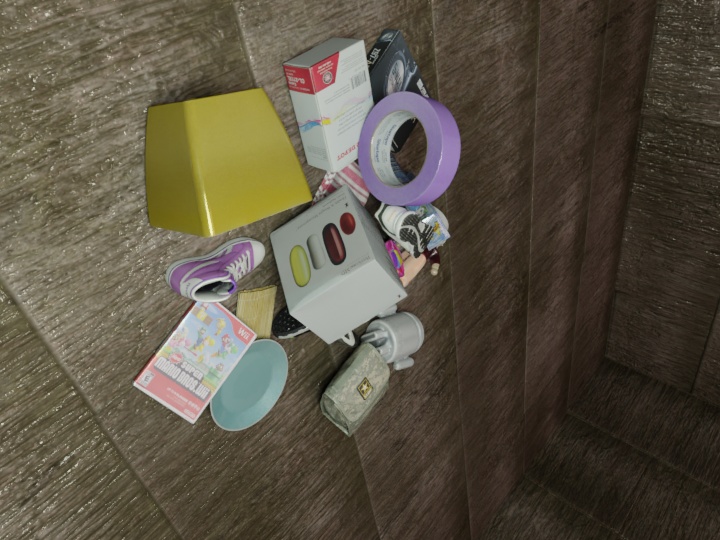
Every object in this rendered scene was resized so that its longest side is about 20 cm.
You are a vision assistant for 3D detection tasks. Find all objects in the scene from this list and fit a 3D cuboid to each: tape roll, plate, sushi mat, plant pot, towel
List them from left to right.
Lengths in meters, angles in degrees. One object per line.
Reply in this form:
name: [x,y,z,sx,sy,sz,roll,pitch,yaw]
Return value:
plant pot: [-0.218,-0.175,0.847,0.198,0.197,0.181,-26,116,-39]
plate: [-0.231,0.232,1.137,0.198,0.025,0.205,-26,127,-40]
sushi mat: [-0.222,0.132,1.128,0.095,0.012,0.205,-9,115,-49]
towel: [-0.043,-0.136,1.193,0.145,0.030,0.204,28,86,-53]
tape roll: [0.088,-0.224,1.033,0.065,0.198,0.205,-5,113,-48]

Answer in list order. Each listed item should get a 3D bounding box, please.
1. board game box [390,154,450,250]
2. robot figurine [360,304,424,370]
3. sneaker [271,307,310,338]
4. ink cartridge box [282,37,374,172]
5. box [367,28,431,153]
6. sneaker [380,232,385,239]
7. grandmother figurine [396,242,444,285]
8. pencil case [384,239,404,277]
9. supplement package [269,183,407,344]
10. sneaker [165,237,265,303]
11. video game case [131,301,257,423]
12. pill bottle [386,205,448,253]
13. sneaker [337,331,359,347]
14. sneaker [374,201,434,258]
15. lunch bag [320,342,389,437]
board game box: [0.121,-0.154,1.243,0.061,0.202,0.201,-31,138,3]
robot figurine: [0.091,0.174,1.440,0.197,0.112,0.174,-13,85,-46]
sneaker: [-0.089,0.108,1.161,0.196,0.073,0.084,-21,135,6]
ink cartridge box: [-0.051,-0.314,1.050,0.145,0.082,0.204,-40,135,-32]
box: [0.067,-0.381,1.190,0.162,0.043,0.200,-57,141,-12]
sneaker: [0.006,-0.012,1.250,0.074,0.083,0.204,-42,146,-47]
grandmother figurine: [0.135,-0.037,1.271,0.200,0.121,0.061,-45,175,-25]
pencil case: [0.000,0.000,1.176,0.089,0.196,0.090,49,27,-38]
supplement package: [-0.046,-0.011,1.059,0.189,0.203,0.147,-32,141,11]
sneaker: [-0.229,0.007,0.977,0.199,0.113,0.074,-28,127,-40]
video game case: [-0.299,0.160,1.014,0.143,0.017,0.202,45,72,-32]
pill bottle: [0.128,-0.063,1.370,0.201,0.108,0.111,-48,138,-22]
sneaker: [-0.049,0.115,1.277,0.090,0.073,0.199,-59,142,-6]
sneaker: [0.092,-0.087,1.119,0.075,0.079,0.200,-56,153,-3]
lunch bag: [-0.013,0.284,1.336,0.164,0.116,0.202,-47,157,-24]
